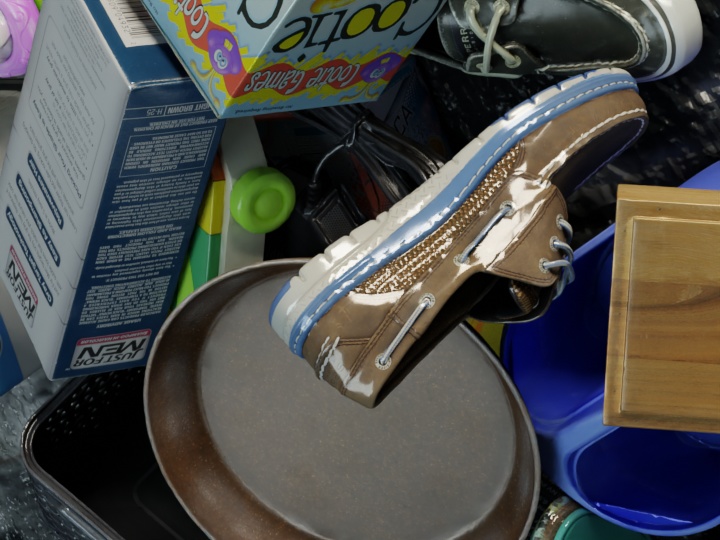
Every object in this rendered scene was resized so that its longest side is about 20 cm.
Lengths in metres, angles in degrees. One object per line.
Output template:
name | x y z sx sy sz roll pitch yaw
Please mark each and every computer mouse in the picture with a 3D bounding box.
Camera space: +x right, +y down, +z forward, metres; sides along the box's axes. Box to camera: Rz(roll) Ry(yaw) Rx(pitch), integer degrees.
computer mouse | 0.000 0.000 1.315 0.140 0.046 0.200 38 132 35

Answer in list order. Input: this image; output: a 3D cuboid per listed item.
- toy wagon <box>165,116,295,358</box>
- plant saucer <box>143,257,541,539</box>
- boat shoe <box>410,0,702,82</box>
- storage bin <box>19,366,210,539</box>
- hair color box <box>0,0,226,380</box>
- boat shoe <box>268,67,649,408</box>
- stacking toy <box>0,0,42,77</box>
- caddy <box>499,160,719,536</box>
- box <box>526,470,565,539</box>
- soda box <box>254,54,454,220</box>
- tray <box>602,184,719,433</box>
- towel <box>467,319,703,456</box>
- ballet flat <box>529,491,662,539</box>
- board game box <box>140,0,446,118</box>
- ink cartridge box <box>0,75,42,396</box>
toy wagon | -0.087 -0.053 1.340 0.155 0.039 0.200 39 132 49
plant saucer | -0.006 0.074 1.284 0.200 0.035 0.201 10 122 16
boat shoe | 0.065 -0.117 1.247 0.200 0.064 0.071 15 131 40
storage bin | -0.069 0.082 1.433 0.135 0.200 0.094 38 161 18
hair color box | -0.124 -0.052 1.304 0.100 0.060 0.200 60 145 35
boat shoe | 0.058 -0.011 1.190 0.072 0.200 0.072 49 169 17
stacking toy | -0.173 -0.138 1.371 0.110 0.200 0.116 44 144 10
caddy | 0.153 0.037 1.223 0.142 0.105 0.200 54 133 2
box | 0.027 0.197 1.442 0.117 0.200 0.197 36 141 21
soda box | -0.048 -0.067 1.409 0.200 0.068 0.064 1 120 46
tray | 0.204 0.021 1.124 0.199 0.037 0.099 4 102 6
towel | 0.086 0.038 1.353 0.200 0.018 0.086 27 113 21
ballet flat | 0.126 0.158 1.350 0.074 0.074 0.200 12 161 42
board game box | -0.006 -0.174 1.182 0.103 0.105 0.200 57 133 23
ink cartridge box | -0.192 -0.034 1.484 0.084 0.200 0.145 11 128 45
